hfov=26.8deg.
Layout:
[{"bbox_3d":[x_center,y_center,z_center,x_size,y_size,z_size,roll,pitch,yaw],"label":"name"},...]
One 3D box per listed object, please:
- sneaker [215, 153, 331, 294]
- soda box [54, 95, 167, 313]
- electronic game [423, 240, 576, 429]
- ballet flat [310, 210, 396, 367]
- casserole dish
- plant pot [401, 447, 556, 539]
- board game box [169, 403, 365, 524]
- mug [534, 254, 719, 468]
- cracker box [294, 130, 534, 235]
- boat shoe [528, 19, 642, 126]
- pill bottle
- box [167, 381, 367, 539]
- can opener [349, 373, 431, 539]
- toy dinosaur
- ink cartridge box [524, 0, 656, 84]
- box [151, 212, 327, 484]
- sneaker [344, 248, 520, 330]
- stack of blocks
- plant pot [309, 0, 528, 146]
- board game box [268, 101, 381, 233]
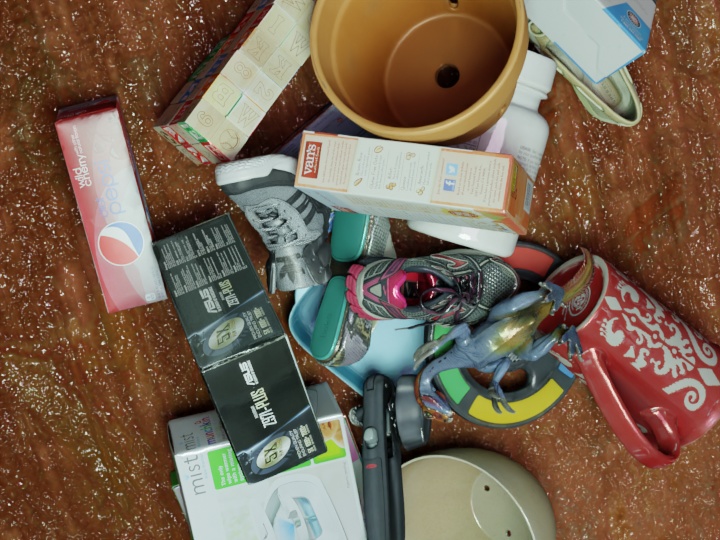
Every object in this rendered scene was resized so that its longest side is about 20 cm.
[{"bbox_3d":[-0.074,-0.040,1.437,0.075,0.200,0.115,-10,78,19],"label":"sneaker"},{"bbox_3d":[-0.244,-0.065,1.491,0.063,0.070,0.201,-14,108,-4],"label":"soda box"},{"bbox_3d":[0.156,0.068,1.596,0.199,0.042,0.201,-4,98,-25],"label":"electronic game"},{"bbox_3d":[0.000,0.000,1.524,0.072,0.072,0.202,13,89,-14],"label":"ballet flat"},{"bbox_3d":[0.013,0.061,1.593,0.200,0.039,0.121,39,96,-18],"label":"casserole dish"},{"bbox_3d":[0.129,0.273,1.614,0.199,0.134,0.202,9,106,31],"label":"plant pot"},{"bbox_3d":[-0.085,0.251,1.629,0.199,0.040,0.154,-21,109,-4],"label":"board game box"},{"bbox_3d":[0.285,0.091,1.563,0.200,0.178,0.133,39,103,-28],"label":"mug"},{"bbox_3d":[0.053,-0.081,1.404,0.199,0.134,0.058,7,85,15],"label":"cracker box"},{"bbox_3d":[0.218,-0.230,1.532,0.073,0.063,0.201,-36,109,1],"label":"boat shoe"},{"bbox_3d":[0.126,-0.124,1.515,0.114,0.114,0.201,16,93,-15],"label":"pill bottle"},{"bbox_3d":[-0.093,0.239,1.553,0.175,0.097,0.201,-13,109,-9],"label":"box"},{"bbox_3d":[0.025,0.201,1.542,0.063,0.078,0.201,27,60,-45],"label":"can opener"},{"bbox_3d":[0.138,0.083,1.515,0.181,0.200,0.105,-25,96,42],"label":"toy dinosaur"},{"bbox_3d":[0.231,-0.291,1.481,0.116,0.201,0.068,42,131,-19],"label":"ink cartridge box"},{"bbox_3d":[-0.117,0.074,1.450,0.086,0.200,0.164,-22,132,-7],"label":"box"},{"bbox_3d":[0.082,0.022,1.494,0.199,0.074,0.081,-5,94,-37],"label":"sneaker"},{"bbox_3d":[-0.105,-0.199,1.453,0.059,0.115,0.200,40,78,-19],"label":"stack of blocks"},{"bbox_3d":[0.066,-0.202,1.412,0.199,0.140,0.202,-4,77,16],"label":"plant pot"},{"bbox_3d":[-0.028,-0.108,1.546,0.200,0.019,0.103,-40,108,3],"label":"board game box"}]
